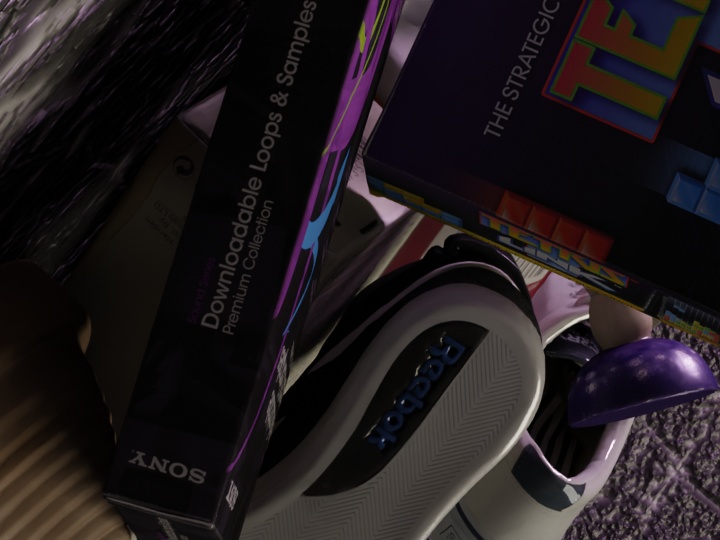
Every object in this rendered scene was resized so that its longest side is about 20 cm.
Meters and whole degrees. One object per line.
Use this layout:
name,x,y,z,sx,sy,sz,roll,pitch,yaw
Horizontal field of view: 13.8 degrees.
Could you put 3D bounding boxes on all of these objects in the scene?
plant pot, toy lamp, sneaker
plant pot,-0.133,0.101,0.898,0.201,0.093,0.201,-48,174,-6
toy lamp,0.072,-0.051,0.992,0.058,0.201,0.058,-14,172,-2
sneaker,0.083,0.031,1.139,0.071,0.073,0.200,-39,-155,41
sneaker,-0.012,0.073,0.980,0.200,0.073,0.112,-44,-172,14

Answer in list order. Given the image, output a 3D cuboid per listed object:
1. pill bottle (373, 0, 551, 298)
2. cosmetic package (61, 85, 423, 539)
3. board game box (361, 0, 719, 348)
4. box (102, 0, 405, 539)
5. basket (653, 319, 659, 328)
pill bottle,0.000,0.000,1.102,0.200,0.114,0.114,-53,172,31
cosmetic package,-0.064,0.028,1.016,0.200,0.073,0.104,-52,172,29
board game box,0.115,-0.086,0.936,0.057,0.165,0.201,80,34,-80
box,-0.025,-0.018,0.851,0.143,0.036,0.201,91,17,-80
basket,0.097,-0.010,1.645,0.180,0.136,0.200,-45,171,15
